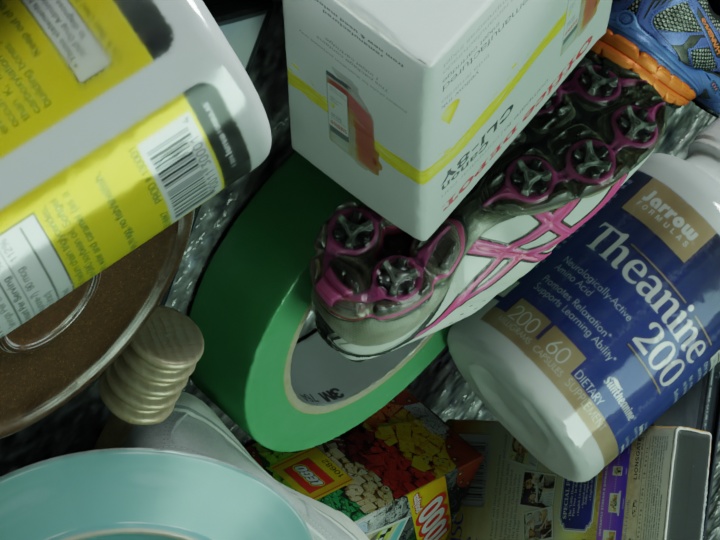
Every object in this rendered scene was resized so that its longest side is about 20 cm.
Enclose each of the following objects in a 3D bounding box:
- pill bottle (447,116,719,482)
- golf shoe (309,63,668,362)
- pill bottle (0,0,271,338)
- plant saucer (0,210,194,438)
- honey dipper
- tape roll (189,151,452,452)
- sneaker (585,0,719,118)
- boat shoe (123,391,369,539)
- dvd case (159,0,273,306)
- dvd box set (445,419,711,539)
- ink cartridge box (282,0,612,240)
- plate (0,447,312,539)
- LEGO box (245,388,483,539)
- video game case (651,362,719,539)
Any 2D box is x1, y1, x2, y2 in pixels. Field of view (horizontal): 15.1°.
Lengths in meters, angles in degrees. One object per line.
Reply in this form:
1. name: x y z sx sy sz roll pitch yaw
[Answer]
1. pill bottle: 0.152 0.009 1.447 0.200 0.111 0.111 -42 154 -11
2. golf shoe: 0.059 -0.029 1.303 0.200 0.073 0.092 -32 158 -14
3. pill bottle: -0.143 -0.036 0.996 0.200 0.114 0.114 -34 153 -9
4. plant saucer: -0.138 0.004 1.134 0.200 0.032 0.200 -37 152 -24
5. honey dipper: -0.123 0.094 1.296 0.038 0.038 0.200 -25 154 -42
6. tape roll: 0.000 0.000 1.379 0.200 0.048 0.200 -37 152 -24
7. sneaker: 0.196 -0.129 1.494 0.078 0.075 0.200 -60 155 14
8. boat shoe: -0.048 0.138 1.363 0.072 0.069 0.200 -30 126 10
9. dvd case: -0.117 -0.027 1.180 0.143 0.018 0.200 -21 142 -45
10. dvd box set: 0.111 0.157 1.511 0.029 0.200 0.146 11 81 -36
11. ink cartridge box: 0.042 -0.119 1.181 0.145 0.083 0.200 -49 167 -15
12. plate: -0.118 0.159 1.302 0.200 0.026 0.200 -7 136 -7
13. LEGO box: -0.033 0.176 1.536 0.149 0.077 0.200 -23 145 -45
14. video game case: 0.143 0.098 1.547 0.019 0.143 0.200 13 83 -44
